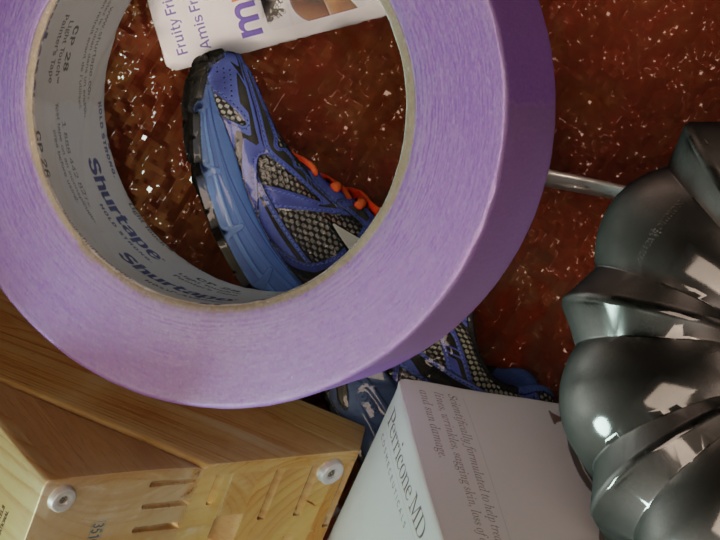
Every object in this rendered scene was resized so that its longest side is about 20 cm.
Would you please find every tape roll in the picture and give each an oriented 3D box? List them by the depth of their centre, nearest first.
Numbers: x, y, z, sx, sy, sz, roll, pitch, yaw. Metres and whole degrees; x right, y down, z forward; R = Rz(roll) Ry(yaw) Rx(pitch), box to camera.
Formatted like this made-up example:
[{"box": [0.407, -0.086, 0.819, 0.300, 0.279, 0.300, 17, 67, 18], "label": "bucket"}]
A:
[{"box": [-0.038, -0.056, 1.007, 0.199, 0.066, 0.201, 1, 94, 18], "label": "tape roll"}]

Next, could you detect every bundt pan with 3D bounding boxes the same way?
[{"box": [0.150, 0.028, 0.932, 0.201, 0.076, 0.203, -5, 75, 20], "label": "bundt pan"}]

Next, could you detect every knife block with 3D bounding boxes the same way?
[{"box": [-0.123, 0.044, 1.061, 0.200, 0.176, 0.064, -3, 127, -40], "label": "knife block"}]

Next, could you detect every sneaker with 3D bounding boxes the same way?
[{"box": [0.000, 0.000, 1.098, 0.078, 0.075, 0.200, -34, 106, -1], "label": "sneaker"}]

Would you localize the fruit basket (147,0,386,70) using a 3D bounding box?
[{"box": [-0.002, -0.181, 1.048, 0.199, 0.094, 0.186, -14, 100, 7], "label": "fruit basket"}]

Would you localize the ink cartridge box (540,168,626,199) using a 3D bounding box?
[{"box": [0.146, 0.019, 1.063, 0.199, 0.117, 0.068, 14, 90, -1], "label": "ink cartridge box"}]

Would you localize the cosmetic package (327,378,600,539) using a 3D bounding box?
[{"box": [0.025, 0.150, 1.058, 0.081, 0.113, 0.200, 8, 124, -20], "label": "cosmetic package"}]

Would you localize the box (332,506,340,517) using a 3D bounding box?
[{"box": [-0.119, 0.105, 1.125, 0.200, 0.048, 0.122, -40, 98, 8], "label": "box"}]
